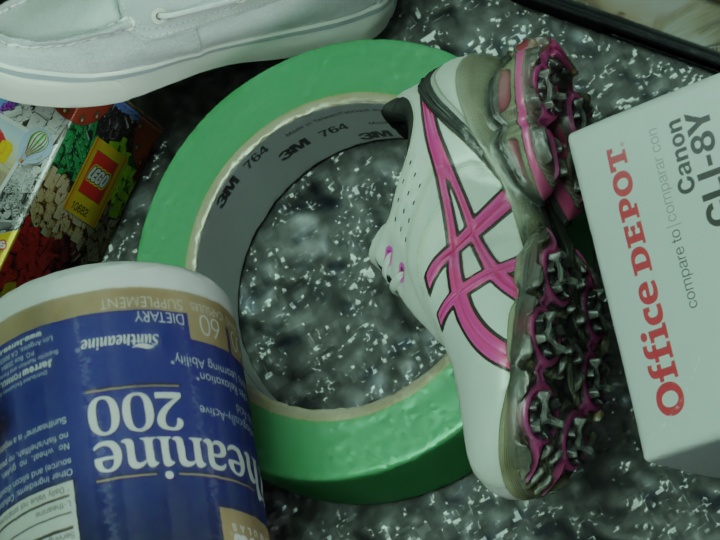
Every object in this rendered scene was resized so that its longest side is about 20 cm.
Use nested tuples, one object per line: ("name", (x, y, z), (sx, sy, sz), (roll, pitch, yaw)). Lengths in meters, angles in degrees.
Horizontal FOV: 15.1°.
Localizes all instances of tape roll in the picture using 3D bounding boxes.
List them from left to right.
("tape roll", (0.000, 0.000, 1.187), (0.200, 0.048, 0.201), (-7, 70, 20))

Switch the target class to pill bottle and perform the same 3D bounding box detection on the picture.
("pill bottle", (-0.092, 0.107, 1.096), (0.111, 0.111, 0.200), (-18, 64, 17))

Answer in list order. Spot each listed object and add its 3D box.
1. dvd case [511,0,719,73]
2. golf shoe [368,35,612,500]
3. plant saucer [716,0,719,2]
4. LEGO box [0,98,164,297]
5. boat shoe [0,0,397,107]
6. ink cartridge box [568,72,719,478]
("dvd case", (0.175, -0.153, 1.179), (0.200, 0.018, 0.143), (23, 82, 28))
("golf shoe", (0.050, 0.005, 1.100), (0.092, 0.073, 0.200), (-15, 57, 25))
("plant saucer", (0.186, -0.210, 1.167), (0.200, 0.032, 0.200), (-8, 69, 21))
("LEGO box", (-0.216, -0.042, 1.277), (0.200, 0.077, 0.149), (21, 82, 28))
("boat shoe", (-0.078, -0.124, 1.200), (0.200, 0.069, 0.072), (-8, 42, -10))
("ink cartridge box", (0.196, -0.014, 1.059), (0.200, 0.083, 0.145), (-21, 71, 28))
